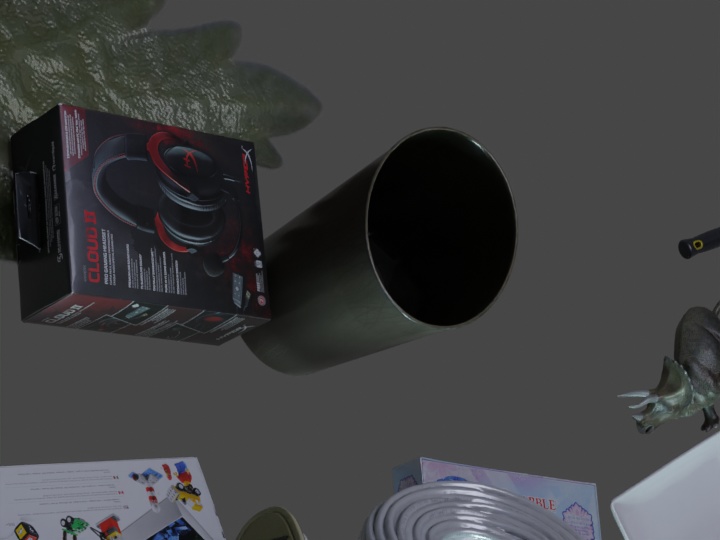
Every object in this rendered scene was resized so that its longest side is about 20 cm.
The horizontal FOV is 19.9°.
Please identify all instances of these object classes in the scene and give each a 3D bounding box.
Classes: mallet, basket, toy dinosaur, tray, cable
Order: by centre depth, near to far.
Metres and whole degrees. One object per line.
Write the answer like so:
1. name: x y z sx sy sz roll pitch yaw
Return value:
1. cable: 0.091 0.235 1.523 0.199 0.069 0.200 0 29 -35
2. basket: 0.000 0.000 1.575 0.136 0.200 0.181 46 47 -15
3. tray: 0.299 0.225 1.864 0.200 0.022 0.108 -24 87 -45
4. toy dinosaur: 0.324 0.081 1.913 0.102 0.077 0.200 48 50 -24
5. mallet: 0.390 -0.034 2.055 0.200 0.041 0.066 -27 93 -40

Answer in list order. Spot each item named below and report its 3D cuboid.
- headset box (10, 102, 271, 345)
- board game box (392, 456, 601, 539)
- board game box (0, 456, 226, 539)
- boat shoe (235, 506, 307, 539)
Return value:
1. headset box: -0.172 -0.032 1.525 0.199 0.075 0.149 10 66 -39
2. board game box: 0.120 0.264 1.675 0.199 0.041 0.200 13 64 -37
3. board game box: -0.181 0.195 1.425 0.199 0.035 0.127 2 56 -41
4. boat shoe: -0.048 0.264 1.487 0.068 0.075 0.200 46 22 -41
